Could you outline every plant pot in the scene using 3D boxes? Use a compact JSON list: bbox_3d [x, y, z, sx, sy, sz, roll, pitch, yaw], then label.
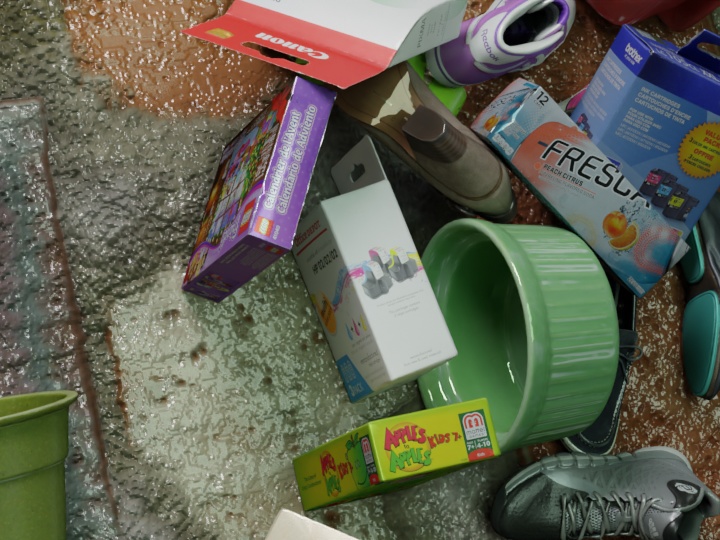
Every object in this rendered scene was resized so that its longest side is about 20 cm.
[{"bbox_3d":[-0.296,0.203,1.450,0.199,0.200,0.191,-10,93,-21],"label":"plant pot"}]

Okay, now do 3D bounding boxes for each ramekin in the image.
[{"bbox_3d":[0.130,0.054,1.618,0.097,0.200,0.201,-4,78,-27],"label":"ramekin"}]

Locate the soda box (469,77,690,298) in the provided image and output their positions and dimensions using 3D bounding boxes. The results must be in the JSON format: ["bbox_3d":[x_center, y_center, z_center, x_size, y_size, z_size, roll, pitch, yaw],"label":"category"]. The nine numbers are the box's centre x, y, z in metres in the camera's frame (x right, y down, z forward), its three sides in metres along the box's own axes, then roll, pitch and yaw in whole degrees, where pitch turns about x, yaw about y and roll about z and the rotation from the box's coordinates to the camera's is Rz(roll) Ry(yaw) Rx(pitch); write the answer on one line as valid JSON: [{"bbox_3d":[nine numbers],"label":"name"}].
[{"bbox_3d":[0.185,-0.070,1.626,0.064,0.068,0.200,-45,107,1],"label":"soda box"}]

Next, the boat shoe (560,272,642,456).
[{"bbox_3d":[0.209,0.068,1.711,0.074,0.062,0.201,12,75,-18],"label":"boat shoe"}]

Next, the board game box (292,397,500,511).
[{"bbox_3d":[0.025,0.150,1.551,0.101,0.200,0.048,-10,80,-21],"label":"board game box"}]

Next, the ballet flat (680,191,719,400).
[{"bbox_3d":[0.328,0.018,1.762,0.073,0.073,0.201,0,75,-19],"label":"ballet flat"}]

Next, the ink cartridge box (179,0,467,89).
[{"bbox_3d":[-0.027,-0.212,1.578,0.161,0.050,0.200,20,25,23],"label":"ink cartridge box"}]

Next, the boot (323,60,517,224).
[{"bbox_3d":[0.051,-0.115,1.638,0.070,0.146,0.200,-43,52,1],"label":"boot"}]

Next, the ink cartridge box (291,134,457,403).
[{"bbox_3d":[0.000,0.000,1.625,0.068,0.115,0.201,-19,83,-21],"label":"ink cartridge box"}]

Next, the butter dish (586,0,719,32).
[{"bbox_3d":[0.234,-0.298,1.734,0.148,0.200,0.200,-34,89,-22],"label":"butter dish"}]

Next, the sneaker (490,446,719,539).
[{"bbox_3d":[0.219,0.204,1.643,0.199,0.115,0.075,-11,114,-21],"label":"sneaker"}]

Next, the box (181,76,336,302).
[{"bbox_3d":[-0.085,-0.062,1.564,0.039,0.200,0.137,20,71,-15],"label":"box"}]

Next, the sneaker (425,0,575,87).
[{"bbox_3d":[0.159,-0.219,1.713,0.200,0.114,0.073,-36,103,-44],"label":"sneaker"}]

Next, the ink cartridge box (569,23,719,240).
[{"bbox_3d":[0.262,-0.124,1.701,0.136,0.076,0.200,21,109,-24],"label":"ink cartridge box"}]

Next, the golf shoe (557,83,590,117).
[{"bbox_3d":[0.237,-0.148,1.779,0.199,0.073,0.092,-14,39,-10],"label":"golf shoe"}]

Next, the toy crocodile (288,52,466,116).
[{"bbox_3d":[0.002,-0.184,1.706,0.199,0.062,0.068,20,71,-9],"label":"toy crocodile"}]

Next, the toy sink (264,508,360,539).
[{"bbox_3d":[-0.033,0.293,1.532,0.112,0.200,0.131,20,70,18],"label":"toy sink"}]
